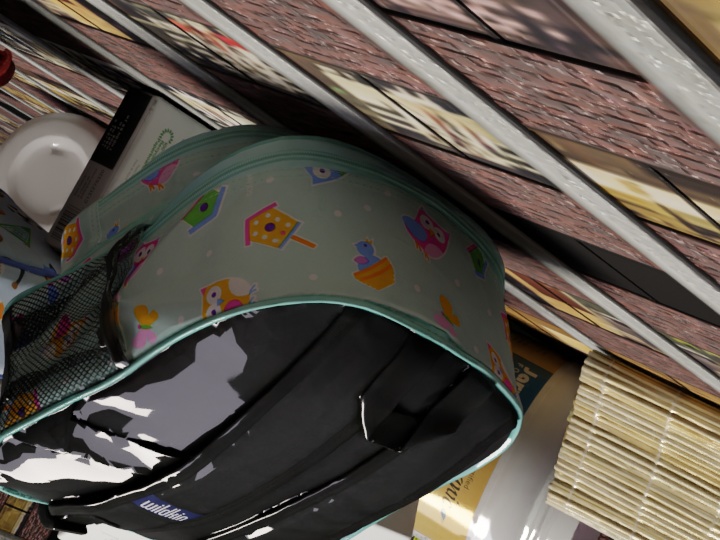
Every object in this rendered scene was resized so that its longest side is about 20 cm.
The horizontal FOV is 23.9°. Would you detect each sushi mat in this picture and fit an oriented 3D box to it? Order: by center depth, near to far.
[{"bbox_3d":[0.186,0.122,0.885,0.199,0.096,0.012,26,-154,34],"label":"sushi mat"}]

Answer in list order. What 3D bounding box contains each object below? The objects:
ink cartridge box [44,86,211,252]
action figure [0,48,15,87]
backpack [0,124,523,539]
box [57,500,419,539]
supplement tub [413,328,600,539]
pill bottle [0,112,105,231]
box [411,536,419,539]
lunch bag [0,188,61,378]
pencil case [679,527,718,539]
[{"bbox_3d":[-0.072,-0.013,0.939,0.200,0.095,0.037,32,175,-40],"label":"ink cartridge box"},{"bbox_3d":[-0.202,-0.110,0.819,0.065,0.099,0.200,52,-164,-9],"label":"action figure"},{"bbox_3d":[-0.035,0.031,0.711,0.200,0.154,0.176,-25,135,37],"label":"backpack"},{"bbox_3d":[-0.065,0.106,0.946,0.124,0.098,0.200,26,148,-23],"label":"box"},{"bbox_3d":[0.063,0.100,1.062,0.199,0.145,0.145,27,176,18],"label":"supplement tub"},{"bbox_3d":[-0.204,-0.046,1.340,0.110,0.111,0.200,27,175,18],"label":"pill bottle"},{"bbox_3d":[0.076,0.150,1.195,0.160,0.201,0.044,28,176,4],"label":"box"},{"bbox_3d":[-0.231,-0.019,0.875,0.160,0.076,0.200,41,-175,30],"label":"lunch bag"},{"bbox_3d":[0.246,0.162,0.979,0.200,0.088,0.087,35,173,-38],"label":"pencil case"}]
